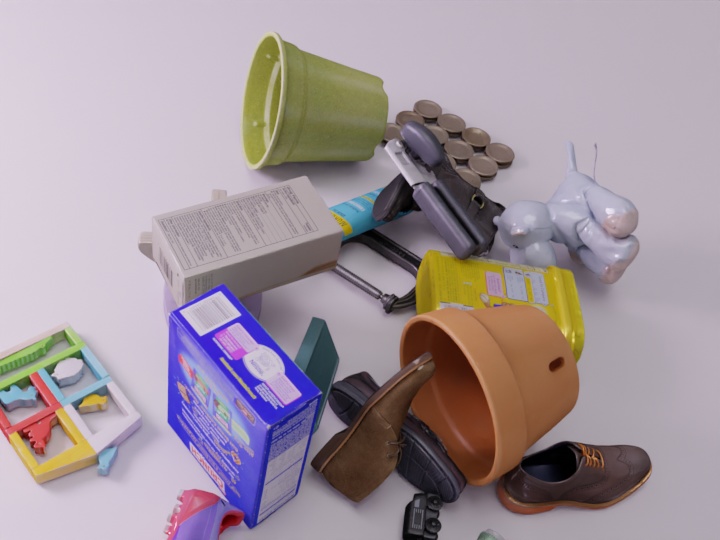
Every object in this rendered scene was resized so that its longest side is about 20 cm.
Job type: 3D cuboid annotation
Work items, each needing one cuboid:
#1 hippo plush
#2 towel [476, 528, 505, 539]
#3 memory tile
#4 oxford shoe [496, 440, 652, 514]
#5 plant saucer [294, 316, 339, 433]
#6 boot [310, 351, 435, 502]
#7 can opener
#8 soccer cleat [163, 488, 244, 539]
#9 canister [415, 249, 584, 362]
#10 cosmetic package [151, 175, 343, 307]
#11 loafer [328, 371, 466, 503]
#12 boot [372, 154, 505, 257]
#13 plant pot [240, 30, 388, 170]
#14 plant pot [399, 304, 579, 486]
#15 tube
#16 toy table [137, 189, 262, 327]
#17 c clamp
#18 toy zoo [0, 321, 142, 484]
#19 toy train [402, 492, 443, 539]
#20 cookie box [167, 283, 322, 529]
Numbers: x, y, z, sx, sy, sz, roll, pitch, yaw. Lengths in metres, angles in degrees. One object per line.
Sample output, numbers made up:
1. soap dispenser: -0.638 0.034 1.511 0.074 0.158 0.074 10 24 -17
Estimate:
1. hippo plush: 0.280 -0.059 1.252 0.160 0.201 0.159 -18 14 -13
2. towel: 0.127 0.378 0.894 0.149 0.031 0.200 43 54 6
3. memory tile: 0.139 -0.204 1.464 0.200 0.017 0.153 35 50 20
4. oxford shoe: 0.260 0.233 1.046 0.199 0.073 0.072 -8 50 -20
5. plant saucer: -0.051 0.116 1.032 0.019 0.070 0.200 -16 15 12
6. boot: 0.030 0.172 0.982 0.075 0.200 0.073 45 26 17
7. can opener: 0.104 -0.110 1.184 0.053 0.067 0.200 -16 62 -41
8. soccer cleat: -0.176 0.308 0.889 0.076 0.067 0.201 18 44 -2
9. canister: 0.178 0.051 1.178 0.199 0.087 0.149 9 47 -10
10. cosmetic package: -0.131 -0.031 1.046 0.199 0.071 0.105 -16 54 -24
11. loafer: 0.051 0.185 1.050 0.200 0.072 0.063 36 46 24
12. boot: 0.123 -0.085 1.286 0.174 0.069 0.200 46 50 -7
13. plant pot: -0.065 -0.241 1.352 0.183 0.201 0.201 5 46 -24
14. plant pot: 0.153 0.126 1.030 0.139 0.201 0.200 -18 54 -24
15. tube: -0.007 -0.076 1.276 0.199 0.051 0.077 -24 36 -37
16. toy table: -0.186 0.000 1.135 0.183 0.118 0.201 -5 50 -17
17. c clamp: 0.000 0.000 1.241 0.199 0.027 0.171 28 42 13
18. toy zoo: -0.340 0.155 1.021 0.131 0.021 0.200 -27 58 -32
19. toy train: 0.057 0.323 0.945 0.045 0.034 0.201 9 46 1
20. cookie box: -0.131 0.146 0.952 0.075 0.201 0.171 -28 59 -33
